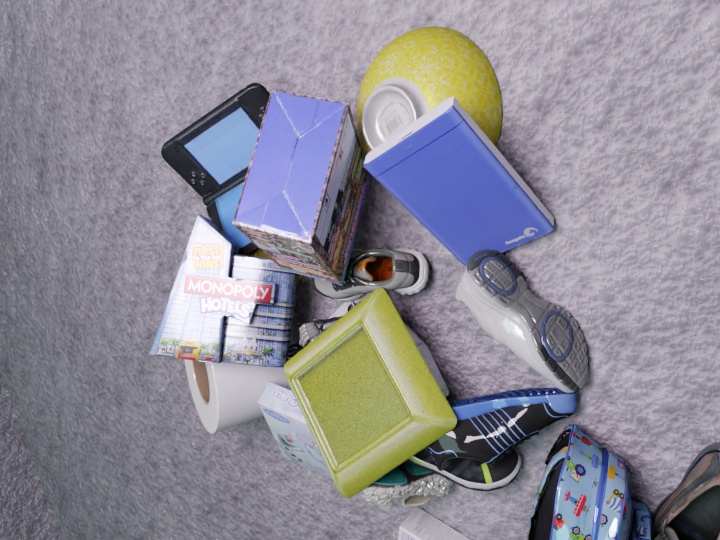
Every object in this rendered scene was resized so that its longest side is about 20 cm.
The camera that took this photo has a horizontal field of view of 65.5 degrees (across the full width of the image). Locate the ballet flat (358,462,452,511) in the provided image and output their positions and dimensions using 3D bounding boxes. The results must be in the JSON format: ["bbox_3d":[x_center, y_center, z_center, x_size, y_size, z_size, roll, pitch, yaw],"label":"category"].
[{"bbox_3d":[0.058,0.310,0.801,0.071,0.193,0.075,-17,70,58],"label":"ballet flat"}]

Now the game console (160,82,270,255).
[{"bbox_3d":[-0.178,-0.138,0.831,0.195,0.121,0.171,-26,134,17],"label":"game console"}]

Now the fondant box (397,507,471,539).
[{"bbox_3d":[0.148,0.494,0.883,0.195,0.058,0.150,21,118,33],"label":"fondant box"}]

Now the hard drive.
[{"bbox_3d":[0.114,-0.089,0.641,0.130,0.026,0.199,-23,129,40],"label":"hard drive"}]

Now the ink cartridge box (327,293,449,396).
[{"bbox_3d":[0.032,0.134,0.866,0.161,0.049,0.205,-42,63,41],"label":"ink cartridge box"}]

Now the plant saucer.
[{"bbox_3d":[-0.006,0.161,0.724,0.198,0.047,0.204,-38,69,20],"label":"plant saucer"}]

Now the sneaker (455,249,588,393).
[{"bbox_3d":[0.198,0.067,0.691,0.201,0.074,0.088,50,152,11],"label":"sneaker"}]

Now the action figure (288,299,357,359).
[{"bbox_3d":[-0.038,0.126,0.834,0.198,0.100,0.122,-33,82,45],"label":"action figure"}]

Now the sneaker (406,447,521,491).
[{"bbox_3d":[0.124,0.235,0.762,0.192,0.073,0.085,10,127,12],"label":"sneaker"}]

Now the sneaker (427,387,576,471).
[{"bbox_3d":[0.177,0.199,0.703,0.192,0.070,0.081,-13,84,14],"label":"sneaker"}]

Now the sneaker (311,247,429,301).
[{"bbox_3d":[0.000,0.000,0.798,0.195,0.078,0.077,-8,78,38],"label":"sneaker"}]

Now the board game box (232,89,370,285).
[{"bbox_3d":[-0.061,-0.092,0.695,0.093,0.200,0.165,12,78,11],"label":"board game box"}]

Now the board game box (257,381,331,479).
[{"bbox_3d":[-0.055,0.278,0.902,0.193,0.044,0.203,17,144,20],"label":"board game box"}]

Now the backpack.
[{"bbox_3d":[0.264,0.296,0.647,0.130,0.181,0.209,11,102,25],"label":"backpack"}]

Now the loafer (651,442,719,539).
[{"bbox_3d":[0.368,0.286,0.623,0.070,0.062,0.207,23,119,30],"label":"loafer"}]

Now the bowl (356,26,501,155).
[{"bbox_3d":[0.060,-0.183,0.675,0.195,0.106,0.208,15,115,35],"label":"bowl"}]

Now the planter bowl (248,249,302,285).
[{"bbox_3d":[-0.188,-0.044,0.943,0.195,0.082,0.208,15,115,35],"label":"planter bowl"}]

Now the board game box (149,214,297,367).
[{"bbox_3d":[-0.194,0.029,0.820,0.191,0.062,0.209,6,88,-1],"label":"board game box"}]

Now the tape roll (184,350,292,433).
[{"bbox_3d":[-0.213,0.156,0.961,0.201,0.135,0.211,25,120,54],"label":"tape roll"}]
